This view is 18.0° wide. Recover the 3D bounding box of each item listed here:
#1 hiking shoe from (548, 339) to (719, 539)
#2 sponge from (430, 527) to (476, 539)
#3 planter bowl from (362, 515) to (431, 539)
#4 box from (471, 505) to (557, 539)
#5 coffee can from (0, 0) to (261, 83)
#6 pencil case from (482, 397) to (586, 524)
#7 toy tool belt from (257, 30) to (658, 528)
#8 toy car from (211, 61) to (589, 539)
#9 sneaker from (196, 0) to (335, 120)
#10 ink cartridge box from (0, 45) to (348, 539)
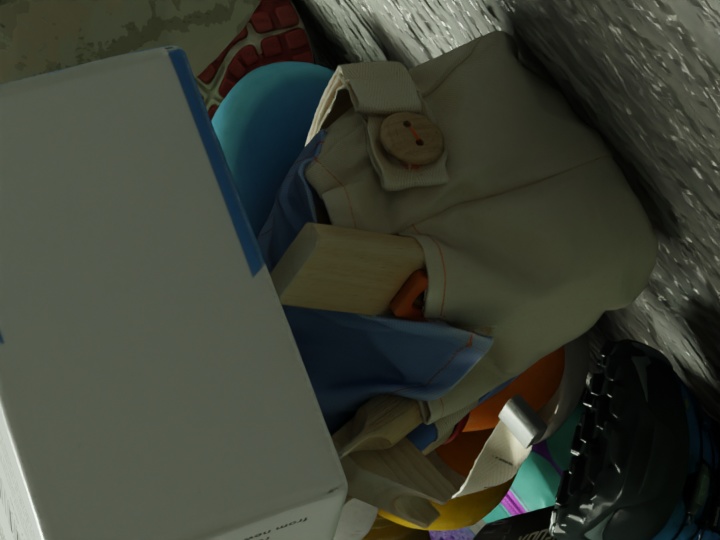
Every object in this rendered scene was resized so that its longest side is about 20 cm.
[{"bbox_3d":[0.116,0.072,0.783,0.086,0.075,0.200,16,175,11],"label":"hiking shoe"},{"bbox_3d":[0.084,0.200,1.167,0.200,0.030,0.112,49,166,16],"label":"sponge"},{"bbox_3d":[-0.031,0.092,0.985,0.199,0.084,0.201,25,-142,-21],"label":"planter bowl"},{"bbox_3d":[0.149,0.188,1.005,0.200,0.050,0.157,51,144,-11],"label":"box"},{"bbox_3d":[-0.133,-0.161,0.792,0.200,0.146,0.147,45,173,41],"label":"coffee can"},{"bbox_3d":[0.082,0.097,1.127,0.200,0.092,0.085,48,131,11],"label":"pencil case"},{"bbox_3d":[-0.001,0.021,0.724,0.125,0.123,0.200,50,147,17],"label":"toy tool belt"},{"bbox_3d":[0.000,0.000,0.901,0.200,0.174,0.150,48,140,21],"label":"toy car"},{"bbox_3d":[-0.043,-0.074,1.048,0.201,0.078,0.082,56,-175,-10],"label":"sneaker"},{"bbox_3d":[-0.073,0.050,0.688,0.200,0.084,0.145,104,147,-63],"label":"ink cartridge box"}]
